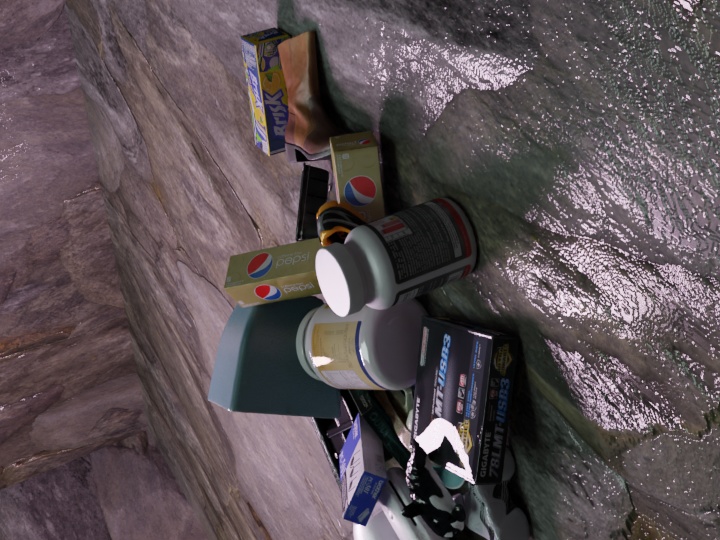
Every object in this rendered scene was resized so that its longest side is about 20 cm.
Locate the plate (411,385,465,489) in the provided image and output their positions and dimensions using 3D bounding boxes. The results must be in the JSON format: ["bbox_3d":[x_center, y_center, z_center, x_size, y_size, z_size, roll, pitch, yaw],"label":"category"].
[{"bbox_3d":[0.122,0.252,1.653,0.200,0.025,0.202,48,149,41],"label":"plate"}]

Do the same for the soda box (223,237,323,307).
[{"bbox_3d":[-0.118,0.003,1.665,0.064,0.197,0.069,51,-143,-46],"label":"soda box"}]

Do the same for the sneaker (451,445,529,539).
[{"bbox_3d":[0.176,0.317,1.517,0.115,0.074,0.203,5,116,62],"label":"sneaker"}]

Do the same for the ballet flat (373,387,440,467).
[{"bbox_3d":[0.078,0.224,1.618,0.200,0.067,0.068,46,141,42],"label":"ballet flat"}]

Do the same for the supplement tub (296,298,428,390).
[{"bbox_3d":[0.004,0.112,1.606,0.199,0.143,0.146,-6,103,51],"label":"supplement tub"}]

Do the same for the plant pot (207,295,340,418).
[{"bbox_3d":[-0.144,0.140,1.780,0.196,0.193,0.203,177,99,-70],"label":"plant pot"}]

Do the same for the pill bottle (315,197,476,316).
[{"bbox_3d":[0.047,-0.016,1.383,0.116,0.198,0.117,46,147,43],"label":"pill bottle"}]

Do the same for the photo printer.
[{"bbox_3d":[0.095,0.425,1.716,0.167,0.069,0.201,55,175,37],"label":"photo printer"}]

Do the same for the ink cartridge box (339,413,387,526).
[{"bbox_3d":[0.002,0.329,1.717,0.200,0.044,0.095,-97,29,-71],"label":"ink cartridge box"}]

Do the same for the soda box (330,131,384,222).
[{"bbox_3d":[0.000,-0.101,1.555,0.064,0.067,0.203,-106,8,-62],"label":"soda box"}]

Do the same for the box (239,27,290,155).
[{"bbox_3d":[-0.151,-0.305,1.766,0.064,0.069,0.202,42,144,50],"label":"box"}]

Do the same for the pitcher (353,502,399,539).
[{"bbox_3d":[0.067,0.526,1.902,0.202,0.120,0.172,60,173,-3],"label":"pitcher"}]

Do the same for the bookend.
[{"bbox_3d":[-0.009,0.286,1.890,0.202,0.091,0.199,66,157,7],"label":"bookend"}]

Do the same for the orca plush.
[{"bbox_3d":[0.094,0.335,1.489,0.105,0.071,0.201,40,160,35],"label":"orca plush"}]

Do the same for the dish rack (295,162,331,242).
[{"bbox_3d":[-0.085,-0.064,1.755,0.201,0.054,0.155,101,175,-52],"label":"dish rack"}]

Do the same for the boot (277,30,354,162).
[{"bbox_3d":[-0.065,-0.277,1.637,0.188,0.068,0.203,7,102,61],"label":"boot"}]

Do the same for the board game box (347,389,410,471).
[{"bbox_3d":[0.047,0.268,1.692,0.201,0.028,0.135,54,180,-25],"label":"board game box"}]

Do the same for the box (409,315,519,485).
[{"bbox_3d":[0.139,0.175,1.440,0.198,0.049,0.203,14,99,63],"label":"box"}]

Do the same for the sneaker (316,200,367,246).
[{"bbox_3d":[0.017,-0.021,1.499,0.079,0.198,0.077,-57,8,27],"label":"sneaker"}]
